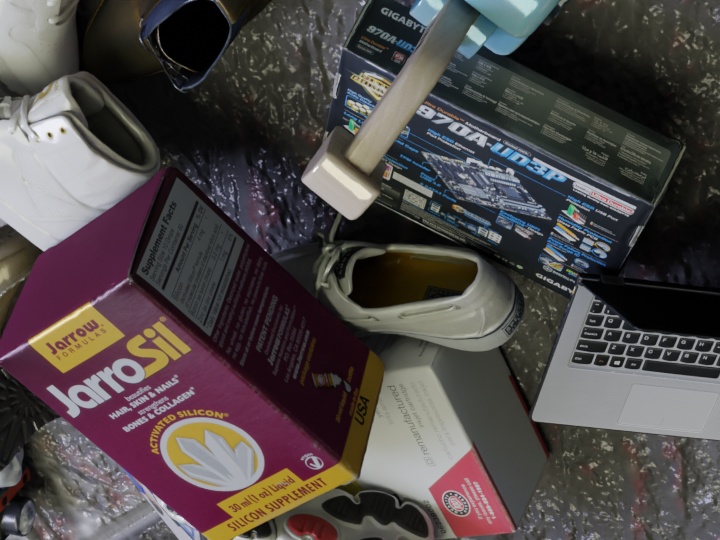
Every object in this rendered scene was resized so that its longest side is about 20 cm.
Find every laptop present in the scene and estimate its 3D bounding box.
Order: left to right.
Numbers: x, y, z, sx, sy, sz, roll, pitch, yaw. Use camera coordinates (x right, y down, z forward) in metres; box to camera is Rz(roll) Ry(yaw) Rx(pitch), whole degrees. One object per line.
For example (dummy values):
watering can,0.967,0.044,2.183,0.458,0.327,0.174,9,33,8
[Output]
laptop,0.214,0.070,1.164,0.185,0.117,0.201,7,134,-8

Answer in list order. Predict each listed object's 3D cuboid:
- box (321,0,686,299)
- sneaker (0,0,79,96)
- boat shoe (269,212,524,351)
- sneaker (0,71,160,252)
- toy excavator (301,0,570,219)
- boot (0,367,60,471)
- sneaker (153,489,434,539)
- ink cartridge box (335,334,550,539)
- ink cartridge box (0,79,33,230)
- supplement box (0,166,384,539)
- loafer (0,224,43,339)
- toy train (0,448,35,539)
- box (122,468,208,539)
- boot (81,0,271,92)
box,0.076,-0.065,1.175,0.199,0.046,0.159,27,156,5
sneaker,-0.203,-0.195,1.228,0.080,0.077,0.201,-2,124,19
boat shoe,-0.001,0.004,1.261,0.200,0.075,0.086,8,155,34
sneaker,-0.218,-0.097,1.232,0.199,0.074,0.116,32,130,-16
toy excavator,0.054,-0.140,1.047,0.100,0.200,0.195,38,130,-6
boot,-0.300,0.108,1.481,0.199,0.165,0.066,-19,106,45
sneaker,-0.048,0.180,1.342,0.198,0.081,0.084,21,140,9
ink cartridge box,0.007,0.109,1.365,0.199,0.084,0.146,-10,121,33
ink cartridge box,-0.256,-0.070,1.361,0.116,0.067,0.200,43,132,-13
supplement box,-0.100,0.056,1.228,0.130,0.104,0.200,-30,119,35
loafer,-0.265,0.043,1.342,0.067,0.076,0.200,43,118,-7
toy train,-0.352,0.158,1.595,0.198,0.085,0.115,9,121,20
box,-0.115,0.168,1.436,0.201,0.041,0.119,52,161,8
boot,-0.120,-0.149,1.206,0.199,0.097,0.075,-29,110,40
